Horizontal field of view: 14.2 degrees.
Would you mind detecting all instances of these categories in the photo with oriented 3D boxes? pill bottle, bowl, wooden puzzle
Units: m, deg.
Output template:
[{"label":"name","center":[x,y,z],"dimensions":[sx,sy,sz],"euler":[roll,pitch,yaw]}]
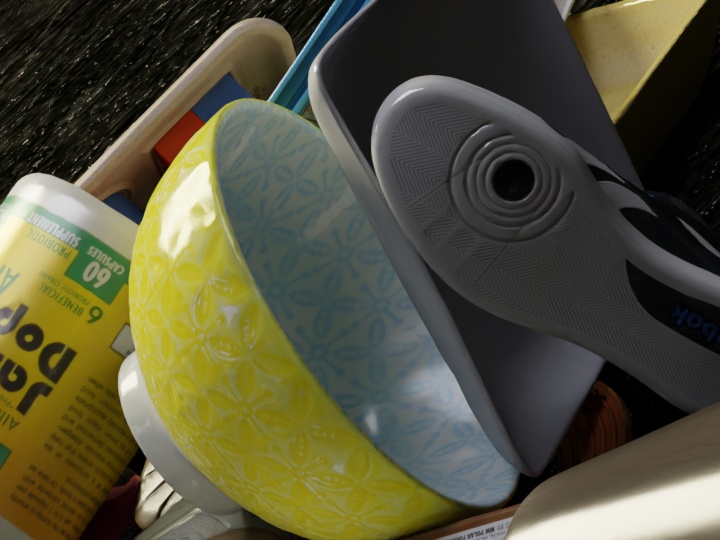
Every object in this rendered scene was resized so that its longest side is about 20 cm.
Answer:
[{"label":"pill bottle","center":[-0.156,0.067,1.264],"dimensions":[0.200,0.113,0.113],"euler":[-56,24,-9]},{"label":"bowl","center":[-0.034,0.041,1.191],"dimensions":[0.108,0.200,0.200],"euler":[-36,20,21]},{"label":"wooden puzzle","center":[-0.102,-0.031,1.495],"dimensions":[0.200,0.046,0.185],"euler":[-41,-12,-6]}]

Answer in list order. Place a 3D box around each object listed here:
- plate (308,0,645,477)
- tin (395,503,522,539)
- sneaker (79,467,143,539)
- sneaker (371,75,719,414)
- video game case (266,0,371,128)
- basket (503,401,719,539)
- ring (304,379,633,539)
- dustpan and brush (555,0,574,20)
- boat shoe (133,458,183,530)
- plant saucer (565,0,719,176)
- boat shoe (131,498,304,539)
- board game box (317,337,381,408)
[{"label":"plate","center":[0.052,-0.041,1.224],"dimensions":[0.032,0.200,0.200],"euler":[-17,21,32]},{"label":"tin","center":[0.034,0.148,1.095],"dimensions":[0.200,0.042,0.112],"euler":[-21,42,37]},{"label":"sneaker","center":[-0.156,0.166,1.315],"dimensions":[0.095,0.079,0.201],"euler":[10,68,25]},{"label":"sneaker","center":[0.082,-0.017,1.177],"dimensions":[0.073,0.200,0.112],"euler":[-51,15,12]},{"label":"video game case","center":[0.000,-0.099,1.315],"dimensions":[0.200,0.018,0.143],"euler":[-56,-10,6]},{"label":"basket","center":[0.151,0.095,0.919],"dimensions":[0.200,0.136,0.180],"euler":[-23,21,41]},{"label":"ring","center":[0.028,0.110,1.235],"dimensions":[0.200,0.019,0.201],"euler":[-33,21,14]},{"label":"dustpan and brush","center":[0.082,-0.141,1.503],"dimensions":[0.200,0.057,0.140],"euler":[-35,31,24]},{"label":"boat shoe","center":[-0.047,0.060,1.369],"dimensions":[0.073,0.065,0.200],"euler":[-12,41,40]},{"label":"plant saucer","center":[0.078,-0.052,1.450],"dimensions":[0.200,0.048,0.200],"euler":[-11,34,50]},{"label":"boat shoe","center":[-0.107,0.168,1.235],"dimensions":[0.200,0.074,0.066],"euler":[-44,16,11]},{"label":"board game box","center":[0.000,0.000,1.328],"dimensions":[0.095,0.030,0.200],"euler":[19,61,39]}]
